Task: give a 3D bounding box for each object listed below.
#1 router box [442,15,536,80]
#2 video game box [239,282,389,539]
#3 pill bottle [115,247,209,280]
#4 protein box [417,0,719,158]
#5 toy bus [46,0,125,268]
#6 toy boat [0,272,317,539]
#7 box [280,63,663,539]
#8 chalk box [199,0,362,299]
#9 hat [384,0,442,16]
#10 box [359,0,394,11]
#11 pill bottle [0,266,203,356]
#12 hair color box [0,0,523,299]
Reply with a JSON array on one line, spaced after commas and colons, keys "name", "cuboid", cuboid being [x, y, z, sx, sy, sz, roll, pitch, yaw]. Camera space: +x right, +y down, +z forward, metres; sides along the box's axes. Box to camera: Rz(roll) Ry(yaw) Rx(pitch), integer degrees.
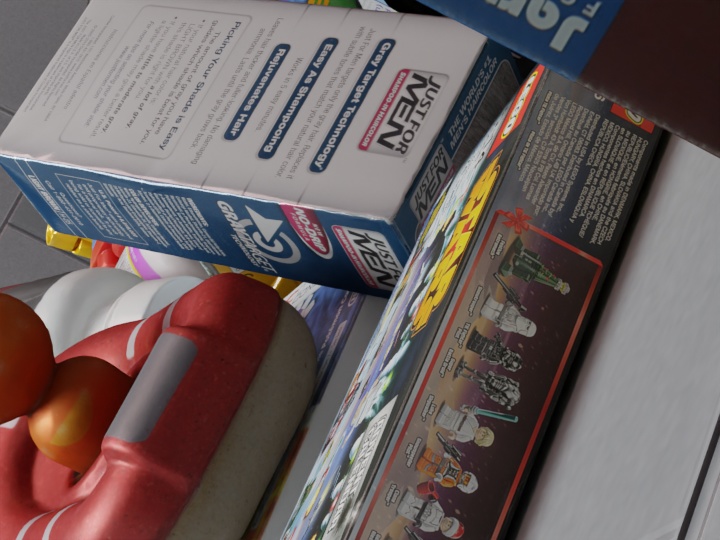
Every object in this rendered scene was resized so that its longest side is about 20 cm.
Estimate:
[{"name": "router box", "cuboid": [0.094, -0.156, 0.680, 0.150, 0.051, 0.200, -64, 5, 0]}, {"name": "video game box", "cuboid": [-0.039, 0.087, 0.718, 0.182, 0.047, 0.201, -43, 20, 54]}, {"name": "pill bottle", "cuboid": [-0.121, 0.064, 1.018, 0.200, 0.104, 0.104, -59, 5, 24]}, {"name": "protein box", "cuboid": [0.079, -0.168, 0.353, 0.200, 0.134, 0.199, -61, 5, 32]}, {"name": "toy bus", "cuboid": [-0.125, -0.085, 1.085, 0.192, 0.135, 0.200, -94, 29, -49]}, {"name": "toy boat", "cuboid": [-0.112, 0.054, 0.671, 0.131, 0.130, 0.200, -63, 15, -22]}, {"name": "box", "cuboid": [0.017, 0.046, 0.487, 0.201, 0.040, 0.137, -65, 5, -24]}, {"name": "chalk box", "cuboid": [-0.048, -0.097, 0.873, 0.124, 0.125, 0.200, -27, 41, 6]}, {"name": "hat", "cuboid": [0.061, -0.173, 0.882, 0.201, 0.081, 0.201, -55, 13, 19]}, {"name": "box", "cuboid": [0.008, -0.116, 1.124, 0.101, 0.112, 0.201, -74, 9, -67]}, {"name": "pill bottle", "cuboid": [-0.160, 0.058, 0.913, 0.199, 0.111, 0.111, -11, 40, 36]}, {"name": "hair color box", "cuboid": [-0.041, -0.055, 0.697, 0.100, 0.199, 0.061, -62, -36, -25]}]
